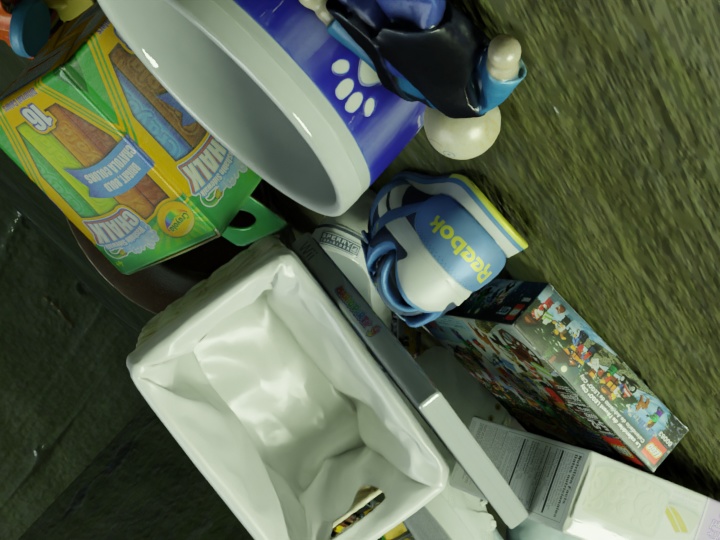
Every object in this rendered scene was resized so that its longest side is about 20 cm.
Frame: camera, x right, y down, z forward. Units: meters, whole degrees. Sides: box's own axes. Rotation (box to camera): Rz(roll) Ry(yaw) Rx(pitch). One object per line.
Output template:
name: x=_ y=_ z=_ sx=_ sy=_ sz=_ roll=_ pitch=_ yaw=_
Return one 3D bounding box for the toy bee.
toy bee: x=-0.276 y=-0.226 z=1.415 sx=0.131 sy=0.109 sz=0.200 roll=13 pitch=-176 yaw=-3

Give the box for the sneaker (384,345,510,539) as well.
sneaker: x=0.082 y=0.152 z=1.327 sx=0.200 sy=0.115 sz=0.074 roll=57 pitch=156 yaw=5

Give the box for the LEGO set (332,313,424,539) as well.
LEGO set: x=0.033 y=0.123 z=1.458 sx=0.154 sy=0.200 sz=0.116 roll=34 pitch=133 yaw=-26

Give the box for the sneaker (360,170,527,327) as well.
sneaker: x=0.033 y=-0.012 z=1.101 sx=0.074 sy=0.082 sz=0.200 roll=43 pitch=171 yaw=-8

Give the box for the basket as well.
basket: x=-0.052 y=0.089 z=1.209 sx=0.200 sy=0.135 sz=0.123 roll=54 pitch=180 yaw=-13

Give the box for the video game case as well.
video game case: x=0.031 y=0.071 z=1.171 sx=0.143 sy=0.018 sz=0.200 roll=54 pitch=177 yaw=-40

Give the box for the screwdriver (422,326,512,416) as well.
screwdriver: x=0.057 y=0.045 z=1.380 sx=0.200 sy=0.028 sz=0.029 roll=42 pitch=139 yaw=9

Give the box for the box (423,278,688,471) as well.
box: x=0.121 y=0.064 z=1.190 sx=0.137 sy=0.038 sz=0.200 roll=46 pitch=169 yaw=-13

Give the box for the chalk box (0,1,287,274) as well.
chalk box: x=-0.138 y=-0.085 z=1.224 sx=0.200 sy=0.124 sz=0.124 roll=48 pitch=140 yaw=-18

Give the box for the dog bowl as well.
dog bowl: x=-0.057 y=-0.127 z=0.993 sx=0.200 sy=0.079 sz=0.200 roll=41 pitch=169 yaw=9

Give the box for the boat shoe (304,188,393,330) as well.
boat shoe: x=0.000 y=0.000 z=1.312 sx=0.073 sy=0.065 sz=0.200 roll=22 pitch=160 yaw=5

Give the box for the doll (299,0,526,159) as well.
doll: x=0.015 y=-0.120 z=0.841 sx=0.136 sy=0.049 sz=0.200 roll=21 pitch=164 yaw=40

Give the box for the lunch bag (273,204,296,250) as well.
lunch bag: x=-0.141 y=-0.045 z=1.513 sx=0.164 sy=0.118 sz=0.200 roll=51 pitch=172 yaw=-31

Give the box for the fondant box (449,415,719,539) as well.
fondant box: x=0.165 y=0.160 z=1.212 sx=0.144 sy=0.058 sz=0.200 roll=23 pitch=176 yaw=-18

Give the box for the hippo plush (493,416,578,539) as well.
hippo plush: x=0.134 y=0.222 z=1.417 sx=0.200 sy=0.161 sz=0.159 roll=42 pitch=169 yaw=5

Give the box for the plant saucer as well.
plant saucer: x=-0.137 y=-0.060 z=1.333 sx=0.200 sy=0.200 sz=0.032 roll=47 pitch=136 yaw=-17
